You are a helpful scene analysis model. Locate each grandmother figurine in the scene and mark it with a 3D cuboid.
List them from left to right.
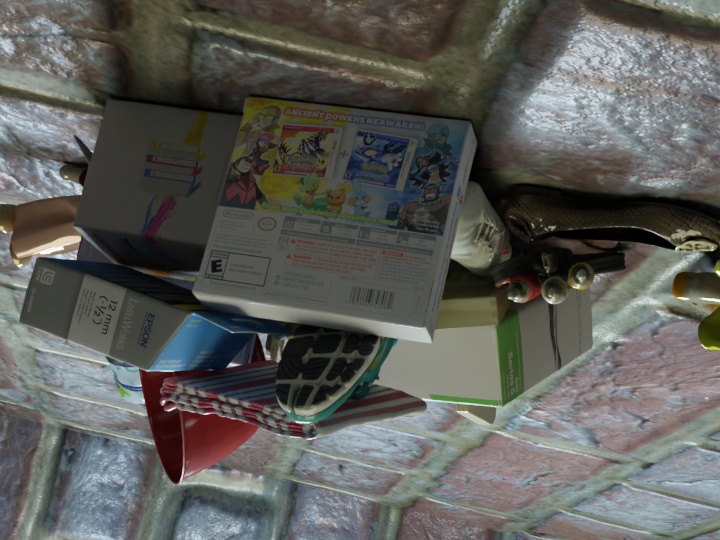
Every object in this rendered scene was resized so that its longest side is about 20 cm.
[{"bbox_3d":[-0.273,-0.050,1.668,0.199,0.061,0.122,-13,118,25],"label":"grandmother figurine"}]

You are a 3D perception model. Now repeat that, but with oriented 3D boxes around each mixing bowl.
[{"bbox_3d":[-0.157,0.108,1.659,0.108,0.202,0.200,-11,171,-17],"label":"mixing bowl"}]

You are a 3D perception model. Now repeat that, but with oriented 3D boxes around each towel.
[{"bbox_3d":[-0.059,0.114,1.414,0.199,0.030,0.146,10,-168,40],"label":"towel"}]

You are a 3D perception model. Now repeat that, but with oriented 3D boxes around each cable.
[{"bbox_3d":[0.182,0.009,1.472,0.096,0.051,0.200,-14,173,22],"label":"cable"}]

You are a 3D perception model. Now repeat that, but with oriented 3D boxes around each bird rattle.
[{"bbox_3d":[0.381,0.028,1.491,0.199,0.114,0.163,8,-179,-36],"label":"bird rattle"}]

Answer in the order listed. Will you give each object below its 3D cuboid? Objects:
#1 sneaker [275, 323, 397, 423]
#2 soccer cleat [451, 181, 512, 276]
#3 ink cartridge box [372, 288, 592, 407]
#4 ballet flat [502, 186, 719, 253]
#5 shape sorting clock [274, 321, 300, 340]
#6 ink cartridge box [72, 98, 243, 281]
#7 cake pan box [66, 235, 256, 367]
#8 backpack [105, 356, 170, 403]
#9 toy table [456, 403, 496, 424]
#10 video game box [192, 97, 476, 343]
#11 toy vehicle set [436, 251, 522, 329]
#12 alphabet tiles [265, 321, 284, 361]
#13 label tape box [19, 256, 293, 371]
[{"bbox_3d":[-0.007,0.074,1.348,0.077,0.080,0.200,4,-153,22],"label":"sneaker"},{"bbox_3d":[0.100,-0.033,1.431,0.077,0.070,0.200,37,-179,6],"label":"soccer cleat"},{"bbox_3d":[0.121,0.061,1.590,0.145,0.085,0.200,2,-165,34],"label":"ink cartridge box"},{"bbox_3d":[0.220,-0.035,1.419,0.198,0.047,0.067,9,162,14],"label":"ballet flat"},{"bbox_3d":[0.000,0.000,1.499,0.039,0.199,0.200,54,167,9],"label":"shape sorting clock"},{"bbox_3d":[-0.156,-0.066,1.467,0.198,0.126,0.129,8,163,16],"label":"ink cartridge box"},{"bbox_3d":[-0.176,-0.006,1.556,0.183,0.202,0.052,9,162,3],"label":"cake pan box"},{"bbox_3d":[-0.211,0.065,1.834,0.162,0.201,0.154,6,141,20],"label":"backpack"},{"bbox_3d":[0.103,0.091,1.821,0.199,0.118,0.183,24,160,-32],"label":"toy table"},{"bbox_3d":[-0.020,-0.044,1.328,0.198,0.184,0.047,8,161,16],"label":"video game box"},{"bbox_3d":[0.082,0.019,1.532,0.123,0.027,0.200,-4,-168,14],"label":"toy vehicle set"},{"bbox_3d":[-0.073,0.018,1.613,0.007,0.169,0.200,10,164,1],"label":"alphabet tiles"},{"bbox_3d":[-0.170,0.049,1.402,0.199,0.067,0.143,20,-175,22],"label":"label tape box"}]
